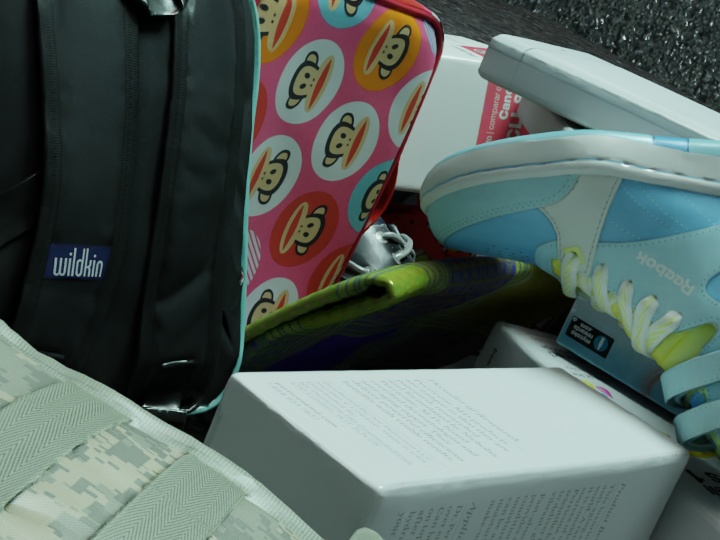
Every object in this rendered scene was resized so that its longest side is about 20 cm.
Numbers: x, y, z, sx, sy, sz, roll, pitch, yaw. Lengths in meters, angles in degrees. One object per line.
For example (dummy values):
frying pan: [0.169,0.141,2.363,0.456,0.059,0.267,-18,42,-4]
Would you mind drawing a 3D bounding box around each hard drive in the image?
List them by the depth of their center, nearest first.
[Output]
hard drive: [0.170,-0.062,0.789,0.200,0.027,0.132,30,16,26]

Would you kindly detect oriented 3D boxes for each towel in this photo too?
towel: [0.012,0.029,0.734,0.200,0.143,0.023,0,66,-59]

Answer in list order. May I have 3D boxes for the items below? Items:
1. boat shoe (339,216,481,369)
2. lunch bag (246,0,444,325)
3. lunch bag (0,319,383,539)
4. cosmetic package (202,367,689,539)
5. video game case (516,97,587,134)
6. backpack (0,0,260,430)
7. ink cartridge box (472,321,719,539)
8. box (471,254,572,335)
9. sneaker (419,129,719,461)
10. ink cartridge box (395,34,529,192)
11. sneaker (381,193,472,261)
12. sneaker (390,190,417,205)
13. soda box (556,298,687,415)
boat shoe: [0.000,0.000,0.886,0.199,0.068,0.072,27,3,16]
lunch bag: [-0.043,-0.058,0.781,0.082,0.201,0.176,37,17,35]
lunch bag: [-0.052,0.113,0.358,0.199,0.118,0.164,31,15,5]
cosmetic package: [0.024,0.093,0.562,0.071,0.102,0.200,34,17,34]
video game case: [0.175,-0.038,0.807,0.181,0.023,0.200,21,13,-7]
backpack: [-0.130,-0.049,0.621,0.175,0.201,0.153,6,7,-45]
ink cartridge box: [0.145,0.114,0.705,0.144,0.084,0.200,15,17,-32]
box: [0.157,0.035,0.865,0.200,0.100,0.075,38,12,-13]
sneaker: [0.115,0.017,0.632,0.199,0.131,0.080,3,-13,16]
ink cartridge box: [-0.007,-0.102,0.932,0.199,0.084,0.145,5,14,-23]
sneaker: [0.041,-0.004,0.944,0.199,0.085,0.077,29,17,18]
sneaker: [0.098,-0.008,1.010,0.199,0.076,0.114,28,-5,3]
soda box: [0.188,0.050,0.689,0.200,0.069,0.063,33,15,31]
